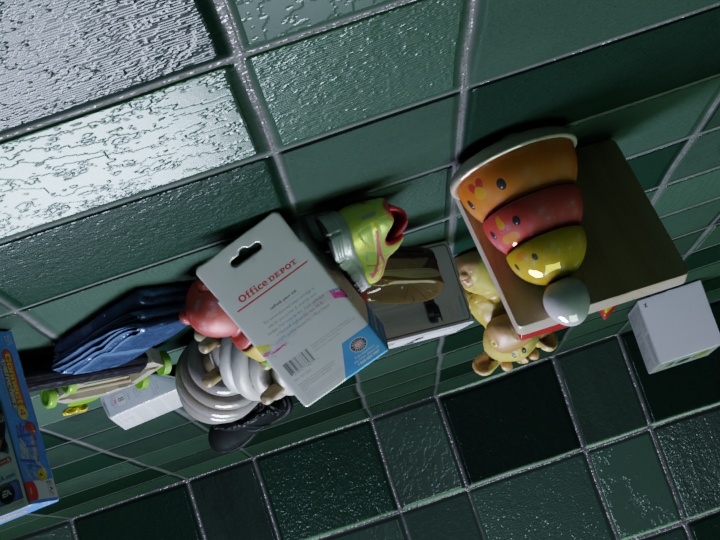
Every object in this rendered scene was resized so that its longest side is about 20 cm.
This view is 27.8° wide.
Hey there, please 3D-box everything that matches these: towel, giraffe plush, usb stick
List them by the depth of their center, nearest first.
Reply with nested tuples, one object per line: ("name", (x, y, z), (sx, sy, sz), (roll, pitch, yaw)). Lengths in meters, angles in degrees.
("towel", (-0.270, 0.073, 1.705), (0.111, 0.049, 0.199), (-9, 165, -44))
("usb stick", (-0.352, 0.118, 1.786), (0.199, 0.055, 0.033), (-8, 122, -44))
("giraffe plush", (0.198, 0.060, 2.100), (0.172, 0.163, 0.200), (-24, 167, 25))

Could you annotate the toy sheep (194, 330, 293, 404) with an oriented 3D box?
("toy sheep", (-0.125, 0.098, 1.803), (0.199, 0.139, 0.138), (17, -175, 26))

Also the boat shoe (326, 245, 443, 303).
("boat shoe", (0.000, 0.000, 1.745), (0.198, 0.065, 0.073), (5, 142, -17))

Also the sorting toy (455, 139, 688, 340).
("sorting toy", (0.230, -0.026, 1.622), (0.197, 0.201, 0.070), (-17, 145, -8))

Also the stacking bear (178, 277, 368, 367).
("stacking bear", (-0.104, 0.052, 1.655), (0.199, 0.114, 0.122), (16, 137, -22))

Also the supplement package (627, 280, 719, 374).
("supplement package", (0.708, 0.131, 3.284), (0.151, 0.152, 0.200), (-18, 169, 0))

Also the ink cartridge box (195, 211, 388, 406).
("ink cartridge box", (-0.074, 0.031, 1.557), (0.115, 0.200, 0.068), (-35, -160, 9))

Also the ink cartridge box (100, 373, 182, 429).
("ink cartridge box", (-0.285, 0.177, 2.202), (0.199, 0.057, 0.163), (-26, 169, -6))

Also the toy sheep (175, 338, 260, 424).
("toy sheep", (-0.188, 0.146, 1.977), (0.137, 0.139, 0.201), (-13, 150, -24))

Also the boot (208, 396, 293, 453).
("boot", (-0.224, 0.277, 2.682), (0.197, 0.074, 0.162), (-29, 169, 15))

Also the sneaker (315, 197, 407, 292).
("sneaker", (0.015, -0.034, 1.598), (0.090, 0.079, 0.200), (-29, 171, 3))

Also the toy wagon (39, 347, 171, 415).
("toy wagon", (-0.353, 0.150, 1.960), (0.154, 0.040, 0.200), (-9, 166, -38))

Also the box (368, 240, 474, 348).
("box", (0.036, 0.041, 1.874), (0.199, 0.118, 0.060), (-14, 168, -27))

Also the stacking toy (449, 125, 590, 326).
("stacking toy", (0.192, -0.038, 1.524), (0.145, 0.201, 0.146), (-21, 165, -6))

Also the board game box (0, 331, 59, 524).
("board game box", (-0.449, 0.192, 1.604), (0.199, 0.197, 0.056), (-22, 168, 22))
